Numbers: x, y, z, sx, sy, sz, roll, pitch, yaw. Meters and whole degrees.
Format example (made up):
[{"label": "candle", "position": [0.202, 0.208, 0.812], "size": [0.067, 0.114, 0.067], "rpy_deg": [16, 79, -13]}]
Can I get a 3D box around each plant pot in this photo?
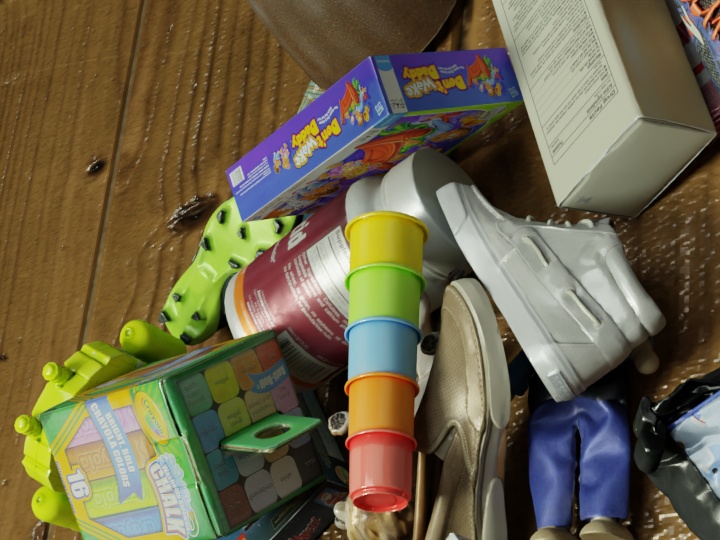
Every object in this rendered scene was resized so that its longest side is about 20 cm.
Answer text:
[{"label": "plant pot", "position": [-0.042, -0.281, 1.278], "size": [0.186, 0.200, 0.188], "rpy_deg": [-26, 46, 31]}]

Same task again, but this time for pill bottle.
[{"label": "pill bottle", "position": [0.000, 0.000, 1.165], "size": [0.200, 0.114, 0.115], "rpy_deg": [-35, 47, 29]}]

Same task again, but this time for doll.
[{"label": "doll", "position": [0.141, 0.085, 1.017], "size": [0.136, 0.048, 0.201], "rpy_deg": [-15, 59, 37]}]

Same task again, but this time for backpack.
[{"label": "backpack", "position": [0.256, 0.080, 0.798], "size": [0.191, 0.200, 0.154], "rpy_deg": [-46, 73, 9]}]

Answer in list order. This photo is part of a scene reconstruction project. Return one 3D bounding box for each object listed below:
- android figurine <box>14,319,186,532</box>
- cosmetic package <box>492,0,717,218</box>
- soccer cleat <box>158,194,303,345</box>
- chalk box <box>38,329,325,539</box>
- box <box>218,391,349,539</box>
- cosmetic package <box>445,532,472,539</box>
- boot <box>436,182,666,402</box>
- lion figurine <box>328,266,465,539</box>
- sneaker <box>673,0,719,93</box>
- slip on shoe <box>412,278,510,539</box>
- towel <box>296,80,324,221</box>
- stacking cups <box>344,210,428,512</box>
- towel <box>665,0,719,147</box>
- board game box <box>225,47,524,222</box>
[{"label": "android figurine", "position": [-0.207, 0.129, 1.252], "size": [0.041, 0.200, 0.183], "rpy_deg": [24, 86, 32]}, {"label": "cosmetic package", "position": [0.166, -0.148, 1.068], "size": [0.105, 0.071, 0.201], "rpy_deg": [-49, 43, 46]}, {"label": "soccer cleat", "position": [-0.102, -0.012, 1.286], "size": [0.068, 0.081, 0.200], "rpy_deg": [48, 127, 8]}, {"label": "chalk box", "position": [-0.119, 0.126, 1.126], "size": [0.199, 0.124, 0.125], "rpy_deg": [-18, 92, 41]}, {"label": "box", "position": [-0.098, 0.190, 1.228], "size": [0.200, 0.038, 0.137], "rpy_deg": [-47, 43, 19]}, {"label": "cosmetic package", "position": [0.114, 0.252, 0.933], "size": [0.051, 0.082, 0.200], "rpy_deg": [-52, 41, 13]}, {"label": "boot", "position": [0.128, -0.007, 1.016], "size": [0.095, 0.074, 0.201], "rpy_deg": [-33, 49, 5]}, {"label": "lion figurine", "position": [0.042, 0.107, 1.089], "size": [0.072, 0.123, 0.201], "rpy_deg": [22, 71, 41]}, {"label": "sneaker", "position": [0.233, -0.182, 1.004], "size": [0.075, 0.078, 0.201], "rpy_deg": [-42, 43, 23]}, {"label": "slip on shoe", "position": [0.061, 0.107, 1.018], "size": [0.076, 0.060, 0.202], "rpy_deg": [-137, 44, -71]}, {"label": "towel", "position": [-0.024, -0.096, 1.315], "size": [0.146, 0.022, 0.201], "rpy_deg": [12, 79, 49]}, {"label": "stacking cups", "position": [0.016, 0.062, 1.018], "size": [0.060, 0.060, 0.201], "rpy_deg": [-21, 56, 39]}, {"label": "towel", "position": [0.246, -0.198, 1.077], "size": [0.144, 0.023, 0.201], "rpy_deg": [-46, 43, 19]}, {"label": "board game box", "position": [0.008, -0.100, 1.139], "size": [0.200, 0.134, 0.045], "rpy_deg": [-32, 73, 49]}]
